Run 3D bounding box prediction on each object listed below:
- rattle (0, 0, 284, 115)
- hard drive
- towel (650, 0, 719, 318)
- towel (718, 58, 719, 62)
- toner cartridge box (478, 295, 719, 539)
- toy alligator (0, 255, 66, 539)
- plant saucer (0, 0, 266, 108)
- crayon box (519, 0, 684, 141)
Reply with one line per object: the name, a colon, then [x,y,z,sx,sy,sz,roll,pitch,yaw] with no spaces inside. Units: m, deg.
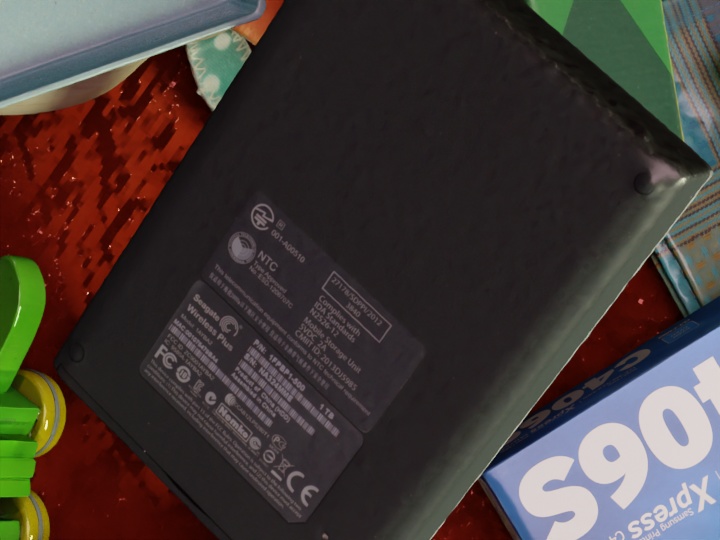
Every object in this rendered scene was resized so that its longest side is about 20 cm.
rattle: [-0.101,-0.120,0.806,0.199,0.143,0.131,7,102,-36]
hard drive: [0.000,0.000,0.737,0.140,0.033,0.200,43,115,17]
towel: [0.175,-0.028,0.865,0.146,0.022,0.200,-29,92,-13]
towel: [0.239,-0.031,0.861,0.144,0.023,0.200,-32,95,-13]
toner cartridge box: [0.147,0.056,0.819,0.200,0.043,0.095,-32,97,-2]
toy alligator: [-0.143,0.092,0.769,0.054,0.059,0.201,9,90,32]
plant saucer: [-0.129,-0.080,0.704,0.199,0.019,0.070,-21,105,-18]
crayon box: [0.049,-0.119,0.789,0.051,0.127,0.201,-7,86,-18]
